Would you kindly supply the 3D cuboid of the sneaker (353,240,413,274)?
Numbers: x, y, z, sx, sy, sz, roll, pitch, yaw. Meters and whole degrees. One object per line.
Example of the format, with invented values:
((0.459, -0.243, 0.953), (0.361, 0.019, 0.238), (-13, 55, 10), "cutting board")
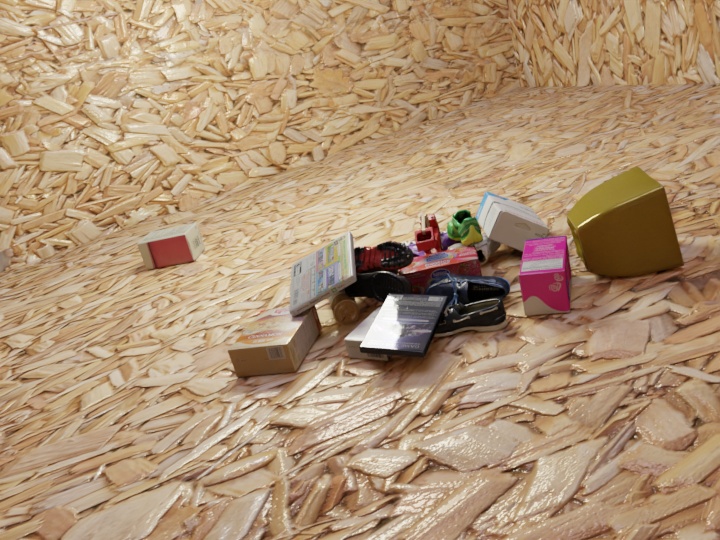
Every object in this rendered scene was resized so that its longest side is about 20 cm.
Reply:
((0.059, -0.022, 1.701), (0.199, 0.097, 0.072), (-7, 65, 42), "sneaker")

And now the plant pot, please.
((0.593, -0.095, 1.613), (0.198, 0.196, 0.196), (-20, 19, 10), "plant pot")

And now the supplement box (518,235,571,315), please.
((0.417, 0.009, 1.573), (0.102, 0.103, 0.200), (-5, 23, 21), "supplement box")

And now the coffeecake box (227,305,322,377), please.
((-0.195, 0.161, 1.643), (0.151, 0.074, 0.200), (-8, 21, 19), "coffeecake box")

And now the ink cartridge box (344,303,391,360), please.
((0.062, 0.130, 1.581), (0.108, 0.051, 0.200), (0, 24, 35), "ink cartridge box")

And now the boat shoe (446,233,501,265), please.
((0.309, -0.042, 1.844), (0.198, 0.072, 0.069), (-19, 46, -34), "boat shoe")

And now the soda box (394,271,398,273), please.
((0.000, 0.000, 1.818), (0.198, 0.064, 0.071), (3, 20, -34), "soda box")

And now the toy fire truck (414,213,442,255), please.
((0.175, -0.095, 1.815), (0.048, 0.142, 0.202), (-13, 43, 12), "toy fire truck")

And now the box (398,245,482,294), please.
((0.197, 0.015, 1.716), (0.197, 0.097, 0.100), (-12, 20, 9), "box")

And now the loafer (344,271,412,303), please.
((0.051, 0.034, 1.668), (0.198, 0.074, 0.071), (8, 7, 42), "loafer")

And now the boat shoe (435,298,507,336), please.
((0.220, 0.099, 1.534), (0.197, 0.061, 0.076), (-10, 21, 14), "boat shoe")

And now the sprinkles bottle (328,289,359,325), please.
((-0.050, 0.070, 1.783), (0.067, 0.069, 0.200), (-16, 21, -4), "sprinkles bottle")

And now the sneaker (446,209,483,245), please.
((0.270, -0.118, 1.804), (0.073, 0.085, 0.200), (-12, 11, -6), "sneaker")

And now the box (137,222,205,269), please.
((-0.694, -0.089, 2.578), (0.197, 0.110, 0.128), (-10, 21, 13), "box")

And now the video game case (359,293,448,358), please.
((0.096, 0.113, 1.496), (0.141, 0.019, 0.201), (2, 34, 23), "video game case")

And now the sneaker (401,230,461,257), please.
((0.194, -0.045, 1.915), (0.197, 0.081, 0.089), (-14, 26, 16), "sneaker")

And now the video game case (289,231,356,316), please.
((-0.092, 0.006, 1.698), (0.181, 0.022, 0.201), (-30, 31, 16), "video game case")

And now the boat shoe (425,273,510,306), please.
((0.245, 0.043, 1.626), (0.197, 0.085, 0.069), (-13, 9, 13), "boat shoe")

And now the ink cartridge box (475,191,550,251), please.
((0.403, -0.128, 1.877), (0.143, 0.085, 0.200), (19, 19, -8), "ink cartridge box")
